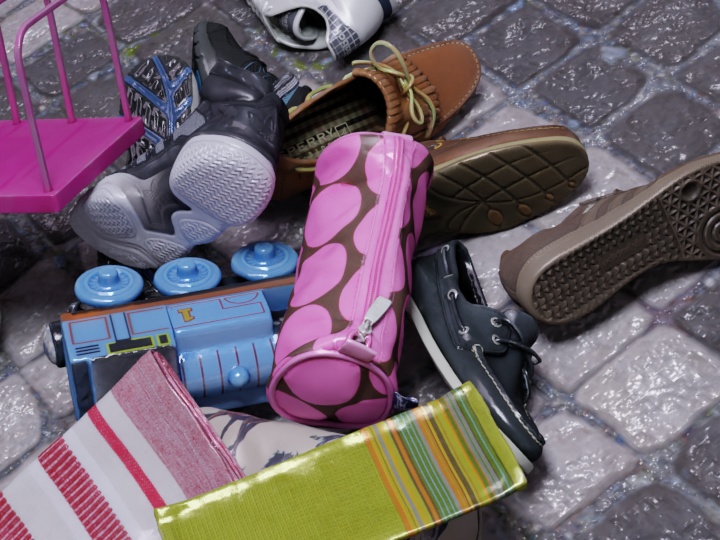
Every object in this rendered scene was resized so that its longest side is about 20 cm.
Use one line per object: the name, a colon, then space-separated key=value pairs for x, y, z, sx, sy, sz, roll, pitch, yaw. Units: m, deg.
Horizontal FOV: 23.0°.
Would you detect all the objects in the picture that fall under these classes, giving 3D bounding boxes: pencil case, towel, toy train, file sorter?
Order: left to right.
file sorter: x=-0.275 y=-0.123 z=1.206 sx=0.198 sy=0.126 sz=0.139 roll=0 pitch=25 yaw=20
towel: x=-0.159 y=0.161 z=1.047 sx=0.200 sy=0.023 sz=0.144 roll=-43 pitch=59 yaw=4
toy train: x=-0.105 y=0.046 z=1.150 sx=0.198 sy=0.087 sz=0.115 roll=-9 pitch=33 yaw=-12
pencil case: x=-0.024 y=0.140 z=1.051 sx=0.198 sy=0.078 sz=0.090 roll=9 pitch=75 yaw=29
towel: x=-0.012 y=0.126 z=0.978 sx=0.198 sy=0.018 sz=0.086 roll=-21 pitch=39 yaw=-9
pencil case: x=0.000 y=0.000 z=1.097 sx=0.090 sy=0.094 sz=0.201 roll=12 pitch=51 yaw=-5

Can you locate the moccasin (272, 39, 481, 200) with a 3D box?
moccasin: x=0.008 y=-0.118 z=1.275 sx=0.200 sy=0.074 sz=0.078 roll=-22 pitch=-6 yaw=-27

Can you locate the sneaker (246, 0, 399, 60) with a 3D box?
sneaker: x=-0.063 y=-0.232 z=1.454 sx=0.199 sy=0.077 sz=0.081 roll=25 pitch=69 yaw=41

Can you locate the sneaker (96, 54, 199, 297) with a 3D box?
sneaker: x=-0.142 y=-0.054 z=1.300 sx=0.075 sy=0.077 sz=0.202 roll=2 pitch=69 yaw=16

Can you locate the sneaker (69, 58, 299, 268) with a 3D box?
sneaker: x=-0.114 y=-0.074 z=1.203 sx=0.199 sy=0.075 sz=0.114 roll=-18 pitch=37 yaw=45

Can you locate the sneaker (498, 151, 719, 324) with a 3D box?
sneaker: x=0.180 y=-0.035 z=1.150 sx=0.199 sy=0.071 sz=0.076 roll=-23 pitch=27 yaw=-10

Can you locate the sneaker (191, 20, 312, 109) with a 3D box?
sneaker: x=-0.080 y=-0.124 z=1.363 sx=0.081 sy=0.074 sz=0.201 roll=-12 pitch=46 yaw=-14

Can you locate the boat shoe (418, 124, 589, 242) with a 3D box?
boat shoe: x=0.058 y=-0.065 z=1.229 sx=0.198 sy=0.072 sz=0.068 roll=-17 pitch=44 yaw=9

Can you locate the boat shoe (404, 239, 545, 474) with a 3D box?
boat shoe: x=0.079 y=0.046 z=1.106 sx=0.066 sy=0.075 sz=0.200 roll=-36 pitch=33 yaw=4
